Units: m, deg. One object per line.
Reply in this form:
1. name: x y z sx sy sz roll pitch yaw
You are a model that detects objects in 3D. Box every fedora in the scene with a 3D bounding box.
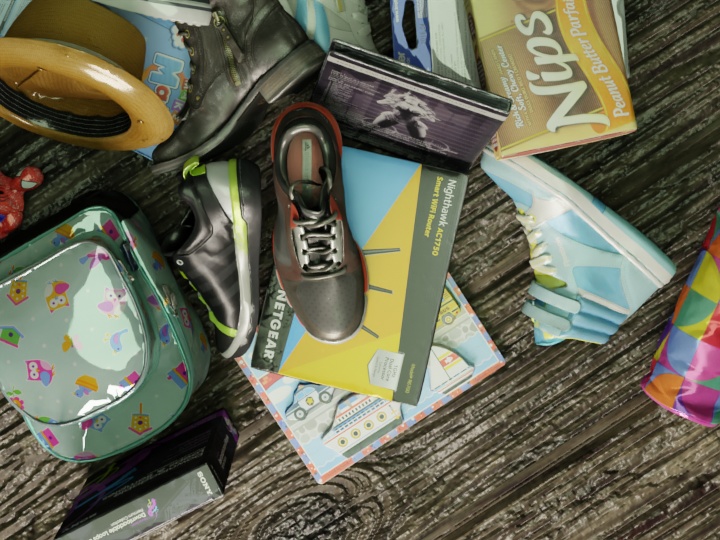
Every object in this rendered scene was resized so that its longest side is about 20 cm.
1. fedora: -0.232 -0.166 1.587 0.199 0.201 0.082 19 72 -4

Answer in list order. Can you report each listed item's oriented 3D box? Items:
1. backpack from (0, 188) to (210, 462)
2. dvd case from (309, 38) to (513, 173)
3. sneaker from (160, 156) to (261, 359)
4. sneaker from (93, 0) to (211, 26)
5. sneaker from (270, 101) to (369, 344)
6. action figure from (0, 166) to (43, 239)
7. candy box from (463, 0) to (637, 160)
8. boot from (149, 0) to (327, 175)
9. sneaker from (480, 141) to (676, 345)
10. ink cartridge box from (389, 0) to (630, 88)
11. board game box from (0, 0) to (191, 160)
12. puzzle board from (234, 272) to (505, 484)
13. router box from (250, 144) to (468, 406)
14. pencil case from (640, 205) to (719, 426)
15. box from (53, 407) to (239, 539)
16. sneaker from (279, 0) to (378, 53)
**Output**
1. backpack: -0.226 0.057 1.658 0.175 0.153 0.201 -28 105 8
2. dvd case: 0.034 -0.129 1.610 0.148 0.200 0.016 19 77 -3
3. sneaker: -0.127 -0.015 1.663 0.082 0.072 0.201 -1 126 -7
4. sneaker: -0.202 -0.252 1.579 0.199 0.078 0.080 19 99 21
5. sneaker: -0.041 -0.034 1.615 0.076 0.082 0.202 -11 97 3
6. action figure: -0.356 -0.033 1.690 0.199 0.052 0.066 -31 73 2
7. candy box: 0.148 -0.200 1.620 0.114 0.055 0.202 -11 91 -1
8. boot: -0.134 -0.193 1.628 0.199 0.069 0.175 -37 86 19
9. sneaker: 0.158 -0.013 1.689 0.199 0.080 0.131 37 96 -6
10. ink cartridge box: 0.123 -0.214 1.672 0.198 0.042 0.121 -5 98 -3
11. board game box: -0.219 -0.199 1.671 0.199 0.037 0.152 26 99 -4
12. puzzle board: 0.006 0.074 1.733 0.199 0.017 0.151 -33 99 5
13. router box: 0.000 0.000 1.685 0.148 0.051 0.202 12 92 3
14. pencil case: 0.315 0.034 1.699 0.088 0.088 0.201 24 100 -5
15. box: -0.175 0.180 1.656 0.142 0.200 0.036 -27 99 4
16. sneaker: -0.027 -0.229 1.647 0.080 0.077 0.201 -33 99 14
